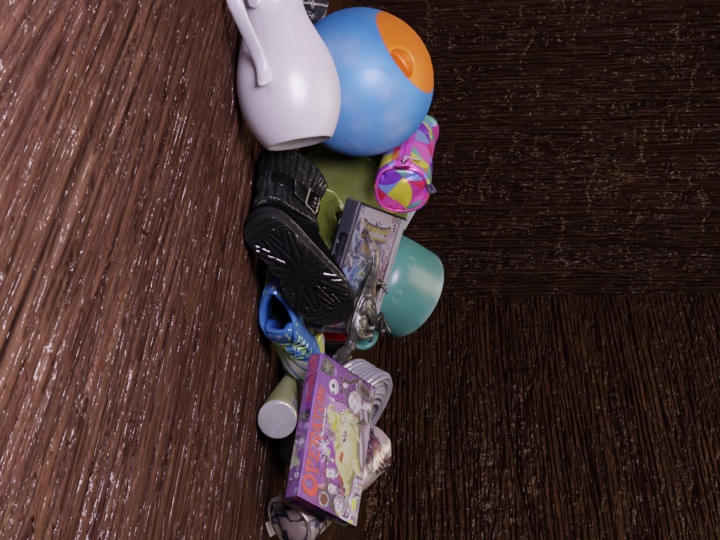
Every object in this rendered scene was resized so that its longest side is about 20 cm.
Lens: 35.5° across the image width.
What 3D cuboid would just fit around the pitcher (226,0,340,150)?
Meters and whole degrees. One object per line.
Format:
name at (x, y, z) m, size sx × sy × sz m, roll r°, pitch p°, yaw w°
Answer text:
pitcher at (-0.101, -0.246, 1.308) m, size 0.172 × 0.121 × 0.200 m, roll -10°, pitch 89°, yaw -67°

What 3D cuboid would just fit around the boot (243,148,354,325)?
boot at (-0.070, -0.047, 1.454) m, size 0.211 × 0.079 × 0.158 m, roll 57°, pitch 22°, yaw -33°

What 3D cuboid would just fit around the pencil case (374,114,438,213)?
pencil case at (0.068, -0.161, 1.620) m, size 0.200 × 0.088 × 0.089 m, roll -80°, pitch 169°, yaw -58°

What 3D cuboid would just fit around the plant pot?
plant pot at (-0.046, -0.090, 1.657) m, size 0.190 × 0.200 × 0.201 m, roll -47°, pitch 138°, yaw -66°

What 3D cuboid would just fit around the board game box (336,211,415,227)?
board game box at (0.000, -0.078, 1.878) m, size 0.147 × 0.064 × 0.200 m, roll 32°, pitch 88°, yaw -44°

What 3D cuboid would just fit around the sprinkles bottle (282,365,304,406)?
sprinkles bottle at (-0.086, 0.114, 1.675) m, size 0.068 × 0.068 × 0.200 m, roll -83°, pitch 171°, yaw -66°

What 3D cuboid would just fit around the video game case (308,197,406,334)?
video game case at (0.000, 0.000, 1.579) m, size 0.200 × 0.025 × 0.181 m, roll 12°, pitch 95°, yaw -69°

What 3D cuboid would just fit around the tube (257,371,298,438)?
tube at (-0.107, 0.186, 1.535) m, size 0.052 × 0.058 × 0.200 m, roll 50°, pitch 3°, yaw -2°

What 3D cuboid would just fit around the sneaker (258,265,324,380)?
sneaker at (-0.102, 0.083, 1.512) m, size 0.105 × 0.076 × 0.200 m, roll -64°, pitch 148°, yaw -55°

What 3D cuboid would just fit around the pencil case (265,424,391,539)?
pencil case at (-0.043, 0.293, 1.537) m, size 0.200 × 0.089 × 0.078 m, roll -38°, pitch 94°, yaw -40°

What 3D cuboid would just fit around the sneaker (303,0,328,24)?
sneaker at (-0.099, -0.372, 1.745) m, size 0.080 × 0.077 × 0.200 m, roll 120°, pitch -20°, yaw -57°

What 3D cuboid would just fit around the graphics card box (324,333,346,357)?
graphics card box at (-0.051, 0.068, 1.789) m, size 0.200 × 0.051 × 0.126 m, roll 130°, pitch -40°, yaw -73°

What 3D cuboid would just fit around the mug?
mug at (0.037, 0.030, 1.804) m, size 0.152 × 0.114 × 0.185 m, roll -6°, pitch -120°, yaw 52°

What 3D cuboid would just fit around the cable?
cable at (-0.035, 0.218, 1.657) m, size 0.200 × 0.069 × 0.200 m, roll -51°, pitch 161°, yaw 0°

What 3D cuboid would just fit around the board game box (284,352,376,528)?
board game box at (-0.037, 0.222, 1.477) m, size 0.120 × 0.032 × 0.200 m, roll 33°, pitch 52°, yaw -36°

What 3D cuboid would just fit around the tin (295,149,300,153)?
tin at (-0.112, -0.244, 1.597) m, size 0.200 × 0.042 × 0.112 m, roll 84°, pitch 10°, yaw -47°

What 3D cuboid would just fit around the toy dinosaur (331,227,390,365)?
toy dinosaur at (0.010, 0.046, 1.548) m, size 0.088 × 0.047 × 0.200 m, roll 12°, pitch 92°, yaw -62°

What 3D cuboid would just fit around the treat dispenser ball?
treat dispenser ball at (0.000, -0.256, 1.538) m, size 0.201 × 0.200 × 0.201 m, roll -1°, pitch 90°, yaw -86°
